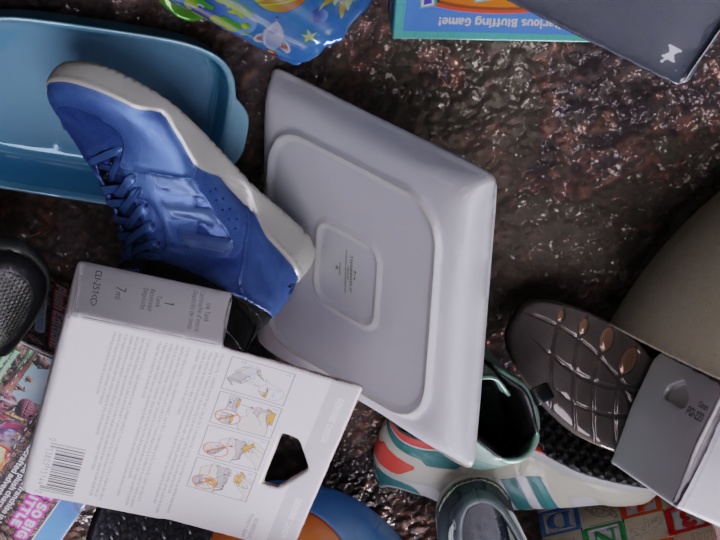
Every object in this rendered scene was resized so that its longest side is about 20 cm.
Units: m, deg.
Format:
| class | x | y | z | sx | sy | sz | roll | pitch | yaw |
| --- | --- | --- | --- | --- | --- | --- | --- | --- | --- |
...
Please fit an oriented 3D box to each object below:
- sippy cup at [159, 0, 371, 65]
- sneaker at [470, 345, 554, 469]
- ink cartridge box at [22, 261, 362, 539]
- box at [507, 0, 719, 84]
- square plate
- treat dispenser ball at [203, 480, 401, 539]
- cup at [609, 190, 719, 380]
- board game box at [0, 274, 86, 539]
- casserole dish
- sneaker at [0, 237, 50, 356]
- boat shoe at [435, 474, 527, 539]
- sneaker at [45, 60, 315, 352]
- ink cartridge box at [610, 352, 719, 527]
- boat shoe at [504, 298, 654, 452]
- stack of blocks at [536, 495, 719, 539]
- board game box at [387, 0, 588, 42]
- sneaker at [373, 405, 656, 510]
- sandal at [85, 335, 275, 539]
| class | x | y | z | sx | sy | sz | roll | pitch | yaw |
| --- | --- | --- | --- | --- | --- | --- | --- | --- | --- |
| sippy cup | -0.057 | -0.191 | 1.561 | 0.130 | 0.178 | 0.140 | 35 | 96 | -21 |
| sneaker | 0.046 | 0.038 | 1.707 | 0.074 | 0.118 | 0.201 | -39 | 98 | -12 |
| ink cartridge box | -0.102 | 0.085 | 1.631 | 0.175 | 0.045 | 0.200 | 13 | 143 | -7 |
| box | 0.106 | -0.226 | 1.467 | 0.199 | 0.197 | 0.124 | 24 | 116 | -18 |
| square plate | 0.000 | 0.000 | 1.666 | 0.028 | 0.198 | 0.201 | -21 | 126 | -39 |
| treat dispenser ball | -0.051 | 0.240 | 1.804 | 0.200 | 0.201 | 0.202 | -2 | 123 | -3 |
| cup | 0.276 | 0.011 | 1.706 | 0.200 | 0.200 | 0.144 | 23 | 94 | -18 |
| board game box | -0.254 | 0.076 | 1.744 | 0.199 | 0.097 | 0.160 | 27 | 117 | -20 |
| casserole dish | -0.168 | -0.103 | 1.672 | 0.199 | 0.039 | 0.122 | 8 | 122 | -9 |
| sneaker | -0.263 | 0.066 | 1.614 | 0.199 | 0.114 | 0.076 | -34 | 120 | 14 |
| boat shoe | 0.092 | 0.233 | 1.765 | 0.073 | 0.062 | 0.201 | -13 | 92 | -6 |
| sneaker | -0.127 | -0.028 | 1.623 | 0.200 | 0.111 | 0.077 | 43 | 156 | -22 |
| ink cartridge box | 0.275 | 0.134 | 1.704 | 0.199 | 0.146 | 0.085 | 26 | 92 | -13 |
| boat shoe | 0.172 | 0.087 | 1.789 | 0.200 | 0.073 | 0.075 | 37 | 87 | -13 |
| stack of blocks | 0.225 | 0.179 | 1.837 | 0.199 | 0.115 | 0.059 | -15 | 123 | 4 |
| board game box | 0.097 | -0.233 | 1.605 | 0.151 | 0.045 | 0.201 | 0 | 123 | -4 |
| sneaker | 0.102 | 0.131 | 1.835 | 0.199 | 0.071 | 0.094 | 11 | 138 | -13 |
| sandal | -0.117 | 0.121 | 1.759 | 0.075 | 0.200 | 0.045 | 37 | 154 | -20 |
